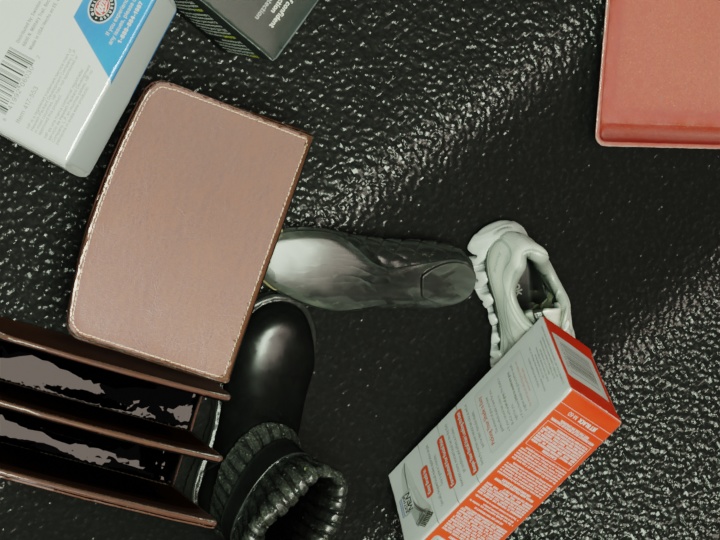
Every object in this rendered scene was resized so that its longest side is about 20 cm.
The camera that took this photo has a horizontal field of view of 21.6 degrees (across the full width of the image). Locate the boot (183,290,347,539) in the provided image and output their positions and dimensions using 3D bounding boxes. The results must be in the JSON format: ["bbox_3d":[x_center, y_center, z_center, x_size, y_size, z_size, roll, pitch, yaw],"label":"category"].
[{"bbox_3d":[-0.062,0.130,1.481,0.079,0.158,0.212,13,94,-25],"label":"boot"}]

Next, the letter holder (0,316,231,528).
[{"bbox_3d":[-0.201,0.115,1.428,0.200,0.142,0.101,18,92,-24],"label":"letter holder"}]

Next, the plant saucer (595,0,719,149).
[{"bbox_3d":[0.290,-0.207,1.638,0.199,0.037,0.200,0,99,-24],"label":"plant saucer"}]

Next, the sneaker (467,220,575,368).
[{"bbox_3d":[0.151,0.057,1.603,0.075,0.081,0.200,-28,110,-18],"label":"sneaker"}]

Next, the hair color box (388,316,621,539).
[{"bbox_3d":[0.115,0.148,1.548,0.064,0.111,0.200,35,111,-25],"label":"hair color box"}]

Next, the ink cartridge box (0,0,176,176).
[{"bbox_3d":[-0.254,-0.178,1.341,0.200,0.086,0.147,28,88,5],"label":"ink cartridge box"}]

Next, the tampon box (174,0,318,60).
[{"bbox_3d":[-0.115,-0.277,1.403,0.200,0.126,0.150,39,84,-25],"label":"tampon box"}]

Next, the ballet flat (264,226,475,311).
[{"bbox_3d":[0.000,0.000,1.543,0.199,0.057,0.067,7,100,-22],"label":"ballet flat"}]

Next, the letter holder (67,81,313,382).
[{"bbox_3d":[-0.146,-0.036,1.441,0.142,0.101,0.200,18,92,-23],"label":"letter holder"}]
